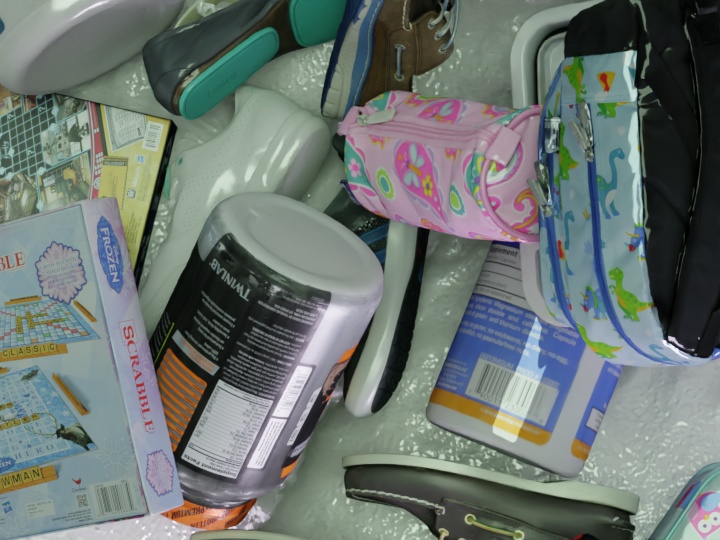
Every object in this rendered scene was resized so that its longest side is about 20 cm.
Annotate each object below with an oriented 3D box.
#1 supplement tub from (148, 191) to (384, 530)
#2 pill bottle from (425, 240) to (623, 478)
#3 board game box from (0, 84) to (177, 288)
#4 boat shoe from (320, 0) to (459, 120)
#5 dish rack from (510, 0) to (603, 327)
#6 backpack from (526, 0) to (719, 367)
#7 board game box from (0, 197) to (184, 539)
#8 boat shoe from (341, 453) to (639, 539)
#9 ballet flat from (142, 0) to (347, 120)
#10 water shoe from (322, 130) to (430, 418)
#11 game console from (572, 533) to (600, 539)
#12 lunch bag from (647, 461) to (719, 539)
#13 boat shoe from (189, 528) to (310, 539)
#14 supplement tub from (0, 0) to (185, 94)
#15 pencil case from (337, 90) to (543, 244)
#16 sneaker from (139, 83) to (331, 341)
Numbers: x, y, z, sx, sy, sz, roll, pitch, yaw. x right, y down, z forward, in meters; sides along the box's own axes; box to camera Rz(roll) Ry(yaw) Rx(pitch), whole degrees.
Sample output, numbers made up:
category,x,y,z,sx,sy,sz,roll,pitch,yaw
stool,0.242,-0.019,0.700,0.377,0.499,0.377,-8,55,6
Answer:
category,x,y,z,sx,sy,sz,roll,pitch,yaw
supplement tub,-0.076,0.061,1.381,0.122,0.123,0.200,29,114,3
pill bottle,0.128,0.026,1.414,0.112,0.112,0.200,22,85,3
board game box,-0.214,-0.019,1.461,0.135,0.035,0.201,14,86,3
boat shoe,0.027,-0.167,1.401,0.072,0.200,0.072,11,60,-7
dish rack,0.180,-0.069,1.318,0.171,0.044,0.201,-6,84,31
backpack,0.174,-0.044,1.214,0.154,0.163,0.201,-19,79,44
board game box,-0.223,0.071,1.374,0.200,0.041,0.200,-12,89,29
boat shoe,0.083,0.162,1.422,0.201,0.072,0.061,9,81,-1
ballet flat,-0.063,-0.176,1.450,0.200,0.073,0.073,-33,85,-18
water shoe,0.000,0.000,1.445,0.079,0.072,0.201,8,76,12
game console,0.192,0.269,1.363,0.200,0.177,0.031,32,50,11
lunch bag,0.278,0.227,1.411,0.200,0.077,0.161,33,85,4
boat shoe,-0.021,0.215,1.419,0.199,0.075,0.062,17,79,-3
supplement tub,-0.219,-0.233,1.421,0.144,0.145,0.200,-30,80,-2
pencil case,0.060,-0.066,1.323,0.087,0.200,0.088,-5,100,-27
sneaker,-0.107,-0.035,1.452,0.088,0.075,0.200,34,85,20
